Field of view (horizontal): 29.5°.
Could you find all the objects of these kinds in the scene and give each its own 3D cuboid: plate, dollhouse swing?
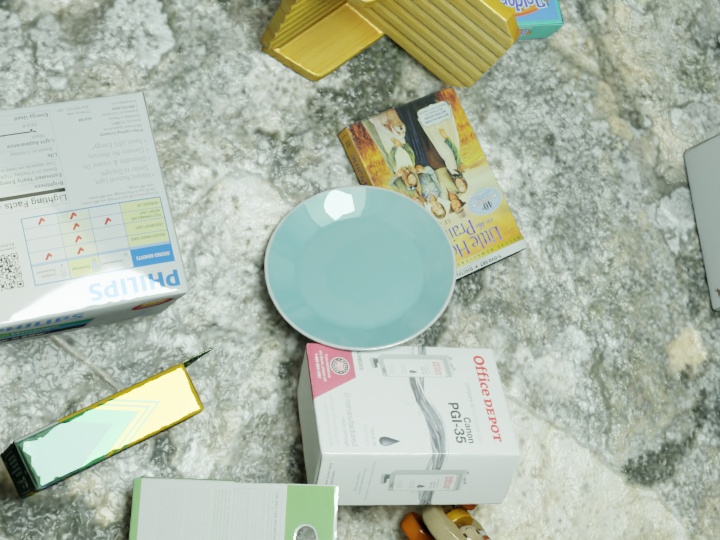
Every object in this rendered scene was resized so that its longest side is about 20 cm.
[{"bbox_3d":[0.000,0.000,1.411,0.198,0.026,0.202,0,58,-1],"label":"plate"},{"bbox_3d":[0.030,-0.241,1.419,0.181,0.200,0.176,-38,90,-24],"label":"dollhouse swing"}]

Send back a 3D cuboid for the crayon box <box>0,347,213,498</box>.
[{"bbox_3d":[-0.228,0.144,1.275,0.199,0.126,0.052,-26,87,-23],"label":"crayon box"}]

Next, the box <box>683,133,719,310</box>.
[{"bbox_3d":[0.502,-0.073,1.557,0.170,0.200,0.201,-5,80,-19],"label":"box"}]

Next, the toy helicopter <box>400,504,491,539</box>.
[{"bbox_3d":[0.139,0.298,1.383,0.200,0.132,0.079,39,96,-26],"label":"toy helicopter"}]

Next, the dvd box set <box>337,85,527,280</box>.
[{"bbox_3d":[0.080,-0.087,1.496,0.145,0.029,0.201,-22,85,-23],"label":"dvd box set"}]

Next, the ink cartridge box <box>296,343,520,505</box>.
[{"bbox_3d":[0.044,0.151,1.355,0.198,0.083,0.147,2,44,-12],"label":"ink cartridge box"}]

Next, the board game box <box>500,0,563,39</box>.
[{"bbox_3d":[0.141,-0.366,1.577,0.151,0.045,0.202,-6,79,-22],"label":"board game box"}]

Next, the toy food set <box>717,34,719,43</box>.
[{"bbox_3d":[0.545,-0.294,1.709,0.144,0.060,0.200,47,59,-3],"label":"toy food set"}]

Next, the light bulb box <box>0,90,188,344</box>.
[{"bbox_3d":[-0.288,-0.046,1.299,0.197,0.125,0.202,-11,82,-23],"label":"light bulb box"}]

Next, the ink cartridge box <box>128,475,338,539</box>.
[{"bbox_3d":[-0.120,0.271,1.286,0.198,0.048,0.147,1,75,5],"label":"ink cartridge box"}]
